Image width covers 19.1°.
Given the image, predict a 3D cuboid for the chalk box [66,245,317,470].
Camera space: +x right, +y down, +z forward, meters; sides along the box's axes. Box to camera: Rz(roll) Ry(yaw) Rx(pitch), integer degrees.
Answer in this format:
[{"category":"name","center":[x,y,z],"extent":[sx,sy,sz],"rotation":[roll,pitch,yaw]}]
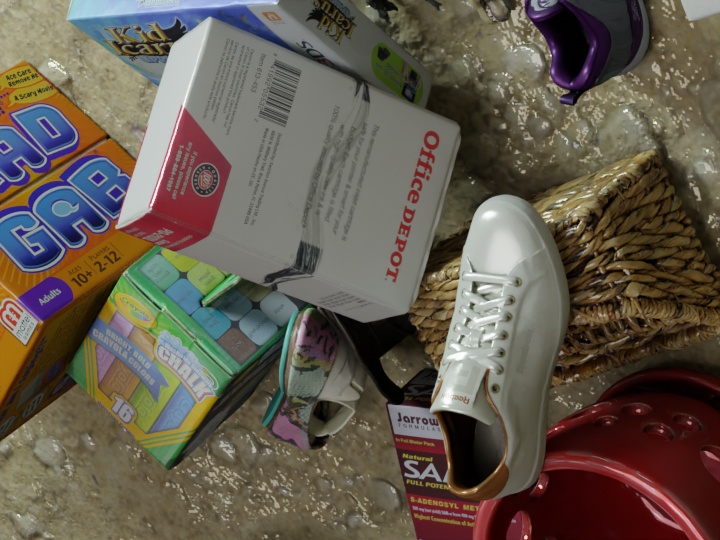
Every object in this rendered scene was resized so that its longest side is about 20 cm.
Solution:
[{"category":"chalk box","center":[-0.127,0.039,1.695],"extent":[0.124,0.124,0.200],"rotation":[43,137,6]}]

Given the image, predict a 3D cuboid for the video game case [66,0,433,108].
[{"category":"video game case","center":[-0.079,-0.160,1.532],"extent":[0.199,0.046,0.181],"rotation":[1,156,37]}]

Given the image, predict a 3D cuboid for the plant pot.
[{"category":"plant pot","center":[0.205,0.175,1.506],"extent":[0.200,0.182,0.201],"rotation":[18,125,27]}]

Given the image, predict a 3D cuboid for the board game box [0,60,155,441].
[{"category":"board game box","center":[-0.299,-0.007,1.750],"extent":[0.200,0.200,0.200],"rotation":[42,132,8]}]

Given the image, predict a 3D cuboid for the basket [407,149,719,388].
[{"category":"basket","center":[0.140,0.029,1.495],"extent":[0.200,0.143,0.149],"rotation":[-20,103,42]}]

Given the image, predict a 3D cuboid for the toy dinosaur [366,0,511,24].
[{"category":"toy dinosaur","center":[0.007,-0.215,1.488],"extent":[0.199,0.048,0.088],"rotation":[23,140,-14]}]

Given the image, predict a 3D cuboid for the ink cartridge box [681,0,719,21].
[{"category":"ink cartridge box","center":[0.238,-0.268,1.288],"extent":[0.146,0.083,0.201],"rotation":[-13,107,40]}]

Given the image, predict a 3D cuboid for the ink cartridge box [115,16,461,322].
[{"category":"ink cartridge box","center":[-0.048,-0.065,1.476],"extent":[0.199,0.145,0.084],"rotation":[21,164,-19]}]

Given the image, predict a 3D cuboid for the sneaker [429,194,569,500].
[{"category":"sneaker","center":[0.087,0.053,1.386],"extent":[0.073,0.085,0.201],"rotation":[4,98,32]}]

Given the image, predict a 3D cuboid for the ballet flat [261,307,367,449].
[{"category":"ballet flat","center":[-0.033,0.090,1.689],"extent":[0.071,0.069,0.200],"rotation":[21,152,2]}]

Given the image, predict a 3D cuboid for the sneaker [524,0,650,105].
[{"category":"sneaker","center":[0.135,-0.211,1.394],"extent":[0.074,0.088,0.201],"rotation":[-6,112,38]}]

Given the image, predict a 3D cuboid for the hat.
[{"category":"hat","center":[0.000,0.000,1.607],"extent":[0.081,0.201,0.201],"rotation":[-35,94,4]}]

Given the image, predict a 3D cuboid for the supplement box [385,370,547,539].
[{"category":"supplement box","center":[0.097,0.182,1.673],"extent":[0.108,0.061,0.201],"rotation":[3,116,35]}]
